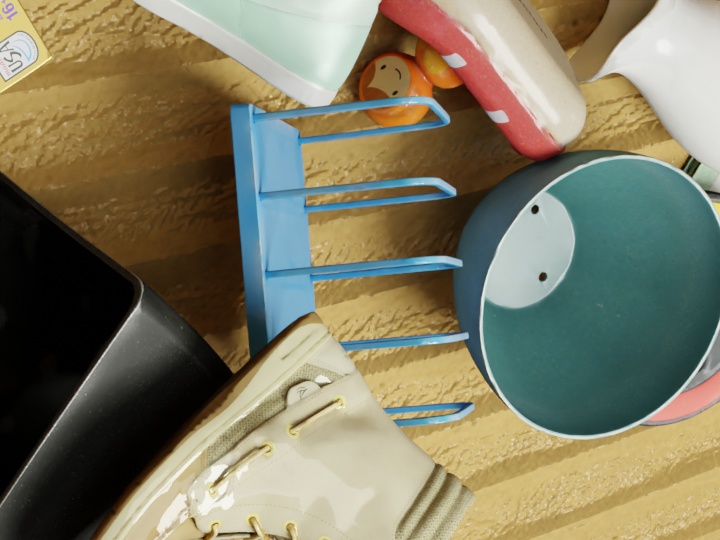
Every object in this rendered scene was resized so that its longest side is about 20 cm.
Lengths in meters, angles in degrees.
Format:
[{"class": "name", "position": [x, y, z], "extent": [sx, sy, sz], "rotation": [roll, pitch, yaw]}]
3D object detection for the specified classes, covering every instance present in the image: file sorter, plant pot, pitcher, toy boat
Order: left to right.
[{"class": "plant pot", "position": [-0.175, 0.094, 0.860], "extent": [0.201, 0.199, 0.177], "rotation": [-55, 134, -4]}, {"class": "file sorter", "position": [0.000, 0.000, 0.894], "extent": [0.121, 0.139, 0.203], "rotation": [-5, 88, 11]}, {"class": "toy boat", "position": [0.054, -0.145, 0.966], "extent": [0.130, 0.131, 0.200], "rotation": [-33, 123, 17]}, {"class": "plant pot", "position": [0.145, 0.001, 1.033], "extent": [0.198, 0.135, 0.203], "rotation": [-7, 109, -21]}, {"class": "pitcher", "position": [0.273, -0.171, 1.075], "extent": [0.198, 0.121, 0.173], "rotation": [27, 81, -20]}]

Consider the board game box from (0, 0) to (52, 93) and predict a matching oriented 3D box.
[{"class": "board game box", "position": [-0.296, -0.130, 0.801], "extent": [0.199, 0.040, 0.154], "rotation": [-38, 120, -15]}]

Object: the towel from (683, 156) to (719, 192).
[{"class": "towel", "position": [0.353, -0.062, 1.205], "extent": [0.199, 0.023, 0.153], "rotation": [36, 86, -33]}]

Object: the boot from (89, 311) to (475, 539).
[{"class": "boot", "position": [-0.045, 0.143, 0.773], "extent": [0.156, 0.073, 0.200], "rotation": [47, 66, -4]}]

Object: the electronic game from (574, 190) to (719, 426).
[{"class": "electronic game", "position": [0.257, 0.033, 1.157], "extent": [0.198, 0.042, 0.203], "rotation": [-9, 113, -22]}]

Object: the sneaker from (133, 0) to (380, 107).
[{"class": "sneaker", "position": [-0.075, -0.198, 0.859], "extent": [0.199, 0.074, 0.119], "rotation": [29, 106, -16]}]
